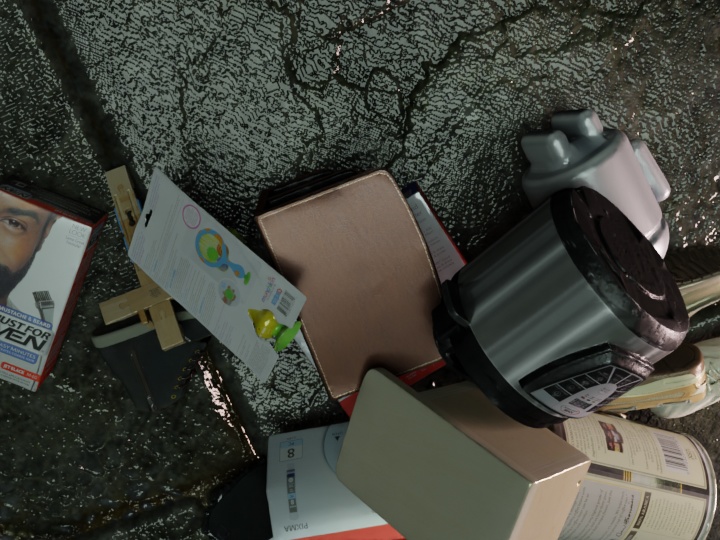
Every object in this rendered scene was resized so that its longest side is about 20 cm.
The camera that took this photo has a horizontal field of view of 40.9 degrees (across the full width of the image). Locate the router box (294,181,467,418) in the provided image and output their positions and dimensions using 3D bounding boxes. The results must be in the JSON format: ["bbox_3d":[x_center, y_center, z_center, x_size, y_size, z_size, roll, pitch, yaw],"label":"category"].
[{"bbox_3d":[0.024,0.035,1.037,0.199,0.049,0.180,-32,106,10],"label":"router box"}]

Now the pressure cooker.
[{"bbox_3d":[0.172,0.044,0.880,0.200,0.179,0.176,-40,88,28],"label":"pressure cooker"}]

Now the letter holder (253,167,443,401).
[{"bbox_3d":[0.000,0.000,0.949,0.142,0.101,0.201,-20,107,5],"label":"letter holder"}]

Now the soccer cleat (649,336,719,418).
[{"bbox_3d":[0.403,0.103,1.046,0.199,0.078,0.069,-32,106,10],"label":"soccer cleat"}]

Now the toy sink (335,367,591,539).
[{"bbox_3d":[0.093,0.186,0.913,0.200,0.112,0.131,32,114,36],"label":"toy sink"}]

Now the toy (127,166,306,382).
[{"bbox_3d":[-0.132,0.000,0.927,0.200,0.047,0.115,42,127,19],"label":"toy"}]

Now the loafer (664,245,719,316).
[{"bbox_3d":[0.317,0.035,1.028,0.199,0.076,0.069,-21,117,4],"label":"loafer"}]

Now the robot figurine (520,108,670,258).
[{"bbox_3d":[0.237,-0.063,0.972,0.169,0.113,0.201,-32,106,-10],"label":"robot figurine"}]

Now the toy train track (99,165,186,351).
[{"bbox_3d":[-0.219,-0.012,0.993,0.114,0.033,0.201,-21,75,-1],"label":"toy train track"}]

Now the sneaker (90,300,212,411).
[{"bbox_3d":[-0.180,0.079,1.041,0.199,0.075,0.107,-17,113,20],"label":"sneaker"}]

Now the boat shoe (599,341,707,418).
[{"bbox_3d":[0.271,0.131,1.046,0.199,0.072,0.076,-6,125,23],"label":"boat shoe"}]

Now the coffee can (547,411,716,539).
[{"bbox_3d":[0.244,0.221,1.010,0.199,0.146,0.147,16,108,-19],"label":"coffee can"}]

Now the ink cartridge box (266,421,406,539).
[{"bbox_3d":[-0.017,0.247,0.999,0.159,0.201,0.047,-11,131,7],"label":"ink cartridge box"}]

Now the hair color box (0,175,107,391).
[{"bbox_3d":[-0.357,0.015,1.022,0.110,0.064,0.201,22,106,-6],"label":"hair color box"}]

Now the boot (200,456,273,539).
[{"bbox_3d":[-0.071,0.273,1.079,0.162,0.073,0.198,38,83,27],"label":"boot"}]
